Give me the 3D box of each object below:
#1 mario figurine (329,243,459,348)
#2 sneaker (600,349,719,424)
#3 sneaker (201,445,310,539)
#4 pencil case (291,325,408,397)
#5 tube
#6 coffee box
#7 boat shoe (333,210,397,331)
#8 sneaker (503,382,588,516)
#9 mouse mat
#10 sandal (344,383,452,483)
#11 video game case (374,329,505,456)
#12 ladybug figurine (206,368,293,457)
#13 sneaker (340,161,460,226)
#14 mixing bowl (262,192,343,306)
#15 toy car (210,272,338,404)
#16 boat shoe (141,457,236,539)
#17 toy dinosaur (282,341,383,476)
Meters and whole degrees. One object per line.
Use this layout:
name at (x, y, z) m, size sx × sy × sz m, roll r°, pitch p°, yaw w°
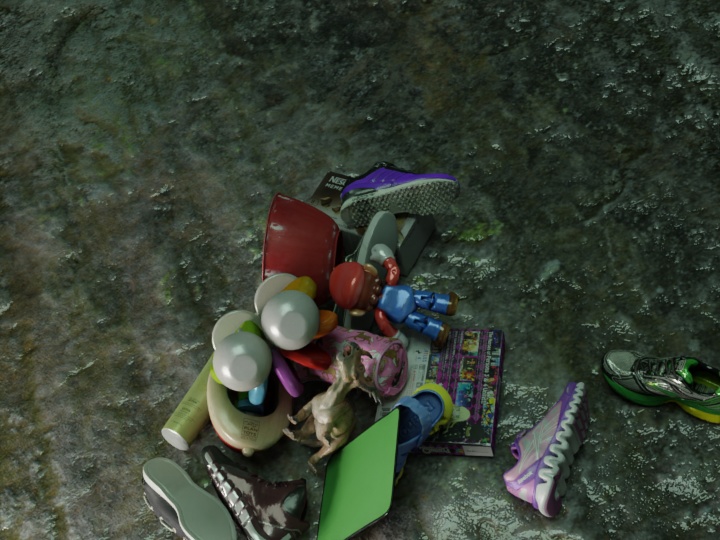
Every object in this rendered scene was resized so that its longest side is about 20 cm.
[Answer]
mario figurine at (0.047, 0.042, 1.670) m, size 0.197 × 0.107 × 0.124 m, roll 21°, pitch 49°, yaw 5°
sneaker at (0.432, 0.143, 1.543) m, size 0.197 × 0.086 × 0.079 m, roll 12°, pitch 55°, yaw 25°
sneaker at (-0.139, 0.312, 1.580) m, size 0.114 × 0.076 × 0.201 m, roll -30°, pitch 60°, yaw -17°
pencil case at (-0.022, 0.133, 1.653) m, size 0.197 × 0.088 × 0.083 m, roll 6°, pitch 31°, yaw 38°
tube at (-0.235, 0.185, 1.720) m, size 0.052 × 0.058 × 0.201 m, roll -31°, pitch 20°, yaw 54°
coffee box at (0.011, -0.081, 1.848) m, size 0.197 × 0.080 × 0.114 m, roll 17°, pitch 58°, yaw 26°
boat shoe at (0.000, 0.000, 1.743) m, size 0.063 × 0.070 × 0.203 m, roll 20°, pitch 93°, yaw 40°
sneaker at (0.255, 0.235, 1.525) m, size 0.087 × 0.081 × 0.202 m, roll 9°, pitch 55°, yaw 31°
mouse mat at (-0.004, 0.289, 1.503) m, size 0.007 × 0.200 × 0.163 m, roll 25°, pitch 48°, yaw -22°
sandal at (0.043, 0.238, 1.535) m, size 0.079 × 0.087 × 0.201 m, roll 38°, pitch 96°, yaw 16°
video game case at (0.117, 0.176, 1.634) m, size 0.178 × 0.036 × 0.203 m, roll -2°, pitch 51°, yaw 16°
ladybug figurine at (-0.169, 0.198, 1.656) m, size 0.133 × 0.072 × 0.202 m, roll 15°, pitch 43°, yaw -14°
sneaker at (0.060, -0.141, 1.785) m, size 0.196 × 0.070 × 0.101 m, roll -9°, pitch 47°, yaw 5°
mixing bowl at (-0.086, -0.020, 1.757) m, size 0.106 × 0.202 × 0.203 m, roll 3°, pitch 51°, yaw 7°
toy car at (-0.119, 0.110, 1.591) m, size 0.199 × 0.151 × 0.175 m, roll -40°, pitch 17°, yaw 1°
boat shoe at (-0.248, 0.349, 1.578) m, size 0.199 × 0.061 × 0.073 m, roll 34°, pitch 38°, yaw 32°
toy dinosaur at (-0.031, 0.205, 1.572) m, size 0.135 × 0.201 × 0.086 m, roll -35°, pitch 68°, yaw -29°
